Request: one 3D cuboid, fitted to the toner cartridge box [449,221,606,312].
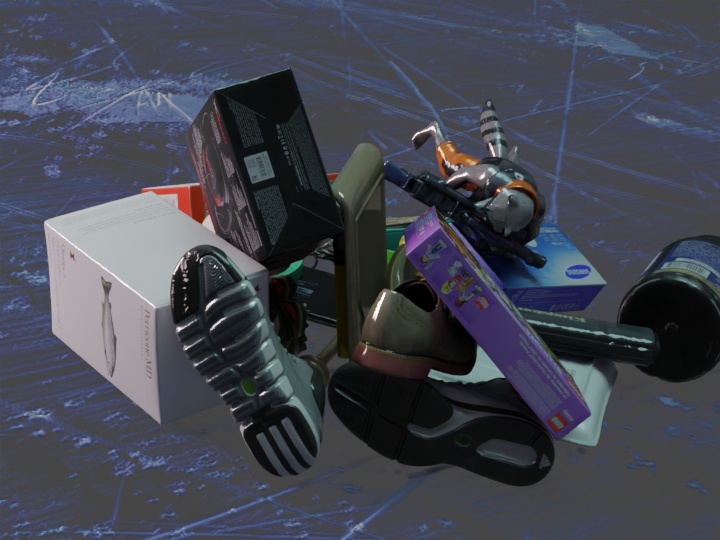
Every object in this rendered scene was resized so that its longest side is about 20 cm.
[{"bbox_3d":[0.163,-0.003,1.827,0.199,0.043,0.095,-2,47,-53],"label":"toner cartridge box"}]

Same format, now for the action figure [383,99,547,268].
[{"bbox_3d":[0.113,-0.097,1.753,0.199,0.105,0.194,27,18,-27],"label":"action figure"}]

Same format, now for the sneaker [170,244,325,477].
[{"bbox_3d":[-0.087,0.068,1.473,0.075,0.201,0.115,-24,3,15],"label":"sneaker"}]

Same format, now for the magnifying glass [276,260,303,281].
[{"bbox_3d":[-0.153,-0.003,1.773,0.199,0.023,0.080,-8,39,-18],"label":"magnifying glass"}]

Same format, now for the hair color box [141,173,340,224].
[{"bbox_3d":[-0.121,-0.067,1.896,0.199,0.062,0.101,-8,5,-36],"label":"hair color box"}]

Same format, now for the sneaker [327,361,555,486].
[{"bbox_3d":[0.072,0.123,1.535,0.199,0.076,0.115,20,13,5],"label":"sneaker"}]

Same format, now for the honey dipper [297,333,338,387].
[{"bbox_3d":[-0.031,0.077,1.638,0.038,0.038,0.200,13,19,11],"label":"honey dipper"}]

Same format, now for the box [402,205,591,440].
[{"bbox_3d":[0.112,0.041,1.499,0.200,0.039,0.137,51,7,-8],"label":"box"}]

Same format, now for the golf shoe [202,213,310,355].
[{"bbox_3d":[-0.121,0.008,1.687,0.088,0.078,0.200,-15,41,-20],"label":"golf shoe"}]

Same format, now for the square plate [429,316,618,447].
[{"bbox_3d":[0.138,0.094,1.675,0.197,0.029,0.200,13,21,10],"label":"square plate"}]

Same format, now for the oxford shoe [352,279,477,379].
[{"bbox_3d":[0.059,0.046,1.495,0.070,0.075,0.200,16,7,19],"label":"oxford shoe"}]

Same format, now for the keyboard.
[{"bbox_3d":[-0.055,0.011,1.802,0.199,0.021,0.127,17,37,16],"label":"keyboard"}]

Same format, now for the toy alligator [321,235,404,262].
[{"bbox_3d":[0.042,-0.002,1.855,0.199,0.060,0.054,17,-17,20],"label":"toy alligator"}]

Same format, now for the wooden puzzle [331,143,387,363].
[{"bbox_3d":[0.000,0.000,1.629,0.037,0.201,0.185,-4,17,10],"label":"wooden puzzle"}]

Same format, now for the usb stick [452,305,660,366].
[{"bbox_3d":[0.187,0.058,1.705,0.198,0.033,0.056,10,22,1],"label":"usb stick"}]

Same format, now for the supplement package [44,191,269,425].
[{"bbox_3d":[-0.179,0.028,1.563,0.117,0.118,0.200,-17,32,-33],"label":"supplement package"}]

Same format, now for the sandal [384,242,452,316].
[{"bbox_3d":[0.055,0.040,1.628,0.054,0.081,0.200,-16,24,19],"label":"sandal"}]

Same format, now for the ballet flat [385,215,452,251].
[{"bbox_3d":[0.072,-0.036,1.941,0.199,0.069,0.067,2,10,-22],"label":"ballet flat"}]

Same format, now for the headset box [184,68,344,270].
[{"bbox_3d":[-0.091,-0.078,1.580,0.075,0.150,0.200,-18,-4,-15],"label":"headset box"}]

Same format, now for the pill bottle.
[{"bbox_3d":[0.335,0.030,1.808,0.111,0.113,0.200,16,22,18],"label":"pill bottle"}]
